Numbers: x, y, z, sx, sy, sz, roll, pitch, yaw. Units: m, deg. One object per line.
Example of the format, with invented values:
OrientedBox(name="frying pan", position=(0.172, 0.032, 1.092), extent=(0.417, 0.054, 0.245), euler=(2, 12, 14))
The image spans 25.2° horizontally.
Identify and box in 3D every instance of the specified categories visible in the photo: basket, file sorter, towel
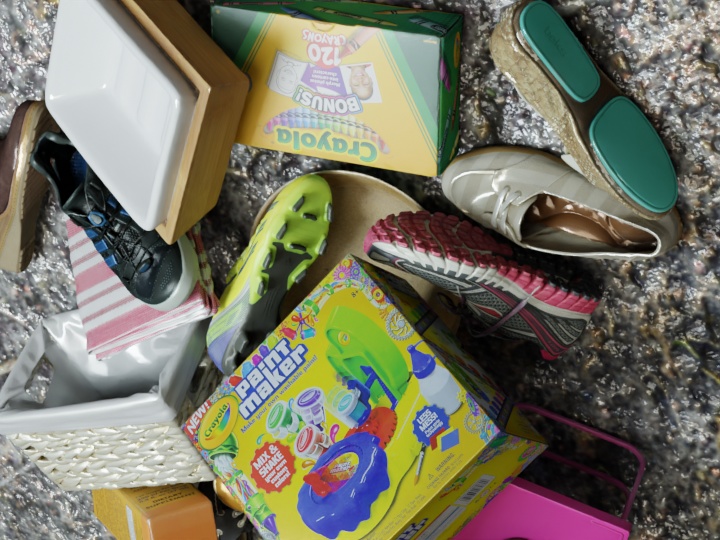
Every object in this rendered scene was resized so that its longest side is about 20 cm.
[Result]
OrientedBox(name="basket", position=(-0.212, 0.118, 1.474), extent=(0.199, 0.136, 0.124), euler=(-9, 130, 29))
OrientedBox(name="file sorter", position=(0.152, 0.236, 1.394), extent=(0.138, 0.126, 0.201), euler=(21, 124, 11))
OrientedBox(name="towel", position=(-0.197, -0.035, 1.410), extent=(0.146, 0.030, 0.201), euler=(-22, 71, 32))

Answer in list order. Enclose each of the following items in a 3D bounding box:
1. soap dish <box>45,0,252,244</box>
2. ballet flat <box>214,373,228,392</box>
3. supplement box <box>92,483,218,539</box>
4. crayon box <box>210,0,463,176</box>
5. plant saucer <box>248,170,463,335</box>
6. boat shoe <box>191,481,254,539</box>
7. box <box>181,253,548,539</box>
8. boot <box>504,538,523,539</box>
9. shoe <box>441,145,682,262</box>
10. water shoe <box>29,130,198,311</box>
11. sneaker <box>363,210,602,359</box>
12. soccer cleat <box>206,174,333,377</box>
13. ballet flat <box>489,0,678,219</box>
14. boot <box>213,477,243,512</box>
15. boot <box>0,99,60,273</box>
OrientedBox(name="soap dish", position=(-0.175, -0.146, 1.314), extent=(0.200, 0.081, 0.158), euler=(49, 137, 32))
OrientedBox(name="ballet flat", position=(-0.031, 0.116, 1.441), extent=(0.199, 0.072, 0.072), euler=(15, 124, -8))
OrientedBox(name="supplement box", position=(-0.197, 0.224, 1.509), extent=(0.200, 0.066, 0.069), euler=(19, 120, 63))
OrientedBox(name="crayon box", position=(-0.019, -0.154, 1.298), extent=(0.199, 0.058, 0.120), euler=(11, 120, 19))
OrientedBox(name="plant saucer", position=(0.000, 0.000, 1.388), extent=(0.199, 0.035, 0.202), euler=(11, 120, 19))
OrientedBox(name="boat shoe", position=(-0.130, 0.239, 1.554), extent=(0.060, 0.074, 0.201), euler=(18, 125, 14))
OrientedBox(name="box", position=(0.003, 0.132, 1.280), extent=(0.200, 0.122, 0.193), euler=(-46, 65, 10))
OrientedBox(name="boot", position=(0.059, 0.310, 1.303), extent=(0.199, 0.155, 0.077), euler=(-30, 104, 33))
OrientedBox(name="shoe", position=(0.155, -0.050, 1.280), extent=(0.199, 0.053, 0.070), euler=(14, 121, 17))
OrientedBox(name="water shoe", position=(-0.214, -0.040, 1.356), extent=(0.072, 0.079, 0.200), euler=(-53, 57, 18))
OrientedBox(name="sneaker", position=(0.094, 0.014, 1.295), extent=(0.199, 0.081, 0.075), euler=(22, 114, -10))
OrientedBox(name="soccer cleat", position=(-0.085, -0.001, 1.367), extent=(0.084, 0.064, 0.201), euler=(49, 124, 44))
OrientedBox(name="ballet flat", position=(0.170, -0.121, 1.241), extent=(0.201, 0.070, 0.065), euler=(55, 151, -7))
OrientedBox(name="boot", position=(-0.025, 0.198, 1.409), extent=(0.200, 0.144, 0.071), euler=(5, 93, -9))
OrientedBox(name="boot", position=(-0.368, -0.098, 1.476), extent=(0.166, 0.072, 0.201), euler=(26, 128, 7))
